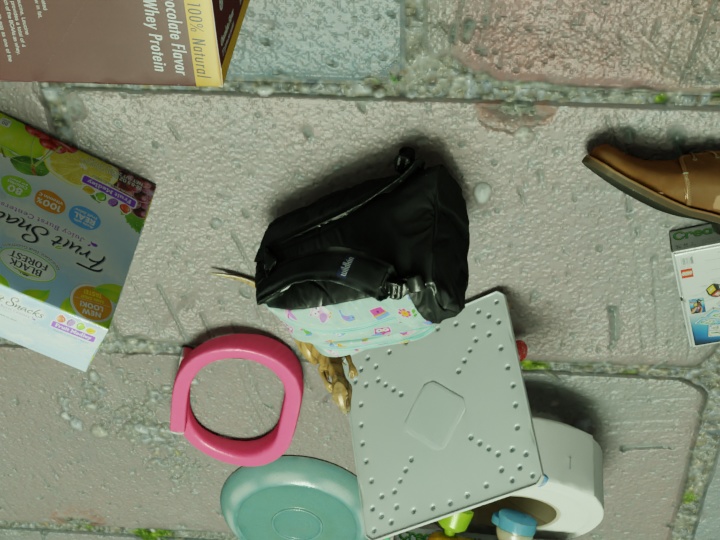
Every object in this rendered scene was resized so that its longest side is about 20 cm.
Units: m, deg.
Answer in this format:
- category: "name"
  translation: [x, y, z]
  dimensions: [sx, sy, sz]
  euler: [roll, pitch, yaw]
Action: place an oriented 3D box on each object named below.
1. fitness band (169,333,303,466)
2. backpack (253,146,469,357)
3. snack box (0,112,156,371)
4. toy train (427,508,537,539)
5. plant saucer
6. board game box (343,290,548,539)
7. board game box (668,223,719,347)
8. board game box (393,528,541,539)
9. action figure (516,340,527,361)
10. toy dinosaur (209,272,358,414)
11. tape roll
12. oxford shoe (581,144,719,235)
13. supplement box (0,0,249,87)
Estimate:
- category: "fitness band"
  translation: [-0.136, 0.145, 1.304]
  dimensions: [0.141, 0.038, 0.202]
  euler: [11, 133, -4]
- category: "backpack"
  translation: [0.000, 0.000, 1.087]
  dimensions: [0.197, 0.169, 0.127]
  euler: [-16, 134, 27]
- category: "snack box"
  translation: [-0.286, -0.030, 1.057]
  dimensions: [0.167, 0.202, 0.068]
  euler: [24, 131, -16]
- category: "toy train"
  translation: [0.083, 0.294, 1.237]
  dimensions: [0.196, 0.085, 0.118]
  euler: [14, 93, 1]
- category: "plant saucer"
  translation: [-0.076, 0.301, 1.443]
  dimensions: [0.196, 0.028, 0.202]
  euler: [4, 132, 4]
- category: "board game box"
  translation: [0.080, 0.147, 1.180]
  dimensions: [0.198, 0.203, 0.026]
  euler: [-24, 148, 26]
- category: "board game box"
  translation: [0.400, 0.002, 1.119]
  dimensions: [0.196, 0.035, 0.127]
  euler: [-11, 128, 16]
- category: "board game box"
  translation: [0.134, 0.333, 1.344]
  dimensions: [0.196, 0.035, 0.127]
  euler: [5, 151, 3]
- category: "action figure"
  translation: [0.090, 0.119, 1.247]
  dimensions: [0.198, 0.052, 0.065]
  euler: [-29, 131, 25]
- category: "toy dinosaur"
  translation: [-0.052, 0.059, 1.190]
  dimensions: [0.061, 0.200, 0.106]
  euler: [-48, 150, 5]
- category: "tape roll"
  translation: [0.166, 0.231, 1.288]
  dimensions: [0.198, 0.072, 0.204]
  euler: [4, 148, 3]
- category: "oxford shoe"
  translation: [0.293, -0.080, 1.052]
  dimensions: [0.197, 0.071, 0.072]
  euler: [19, 97, -3]
- category: "supplement box"
  translation: [-0.197, -0.259, 0.890]
  dimensions: [0.196, 0.134, 0.200]
  euler: [2, 132, 5]
